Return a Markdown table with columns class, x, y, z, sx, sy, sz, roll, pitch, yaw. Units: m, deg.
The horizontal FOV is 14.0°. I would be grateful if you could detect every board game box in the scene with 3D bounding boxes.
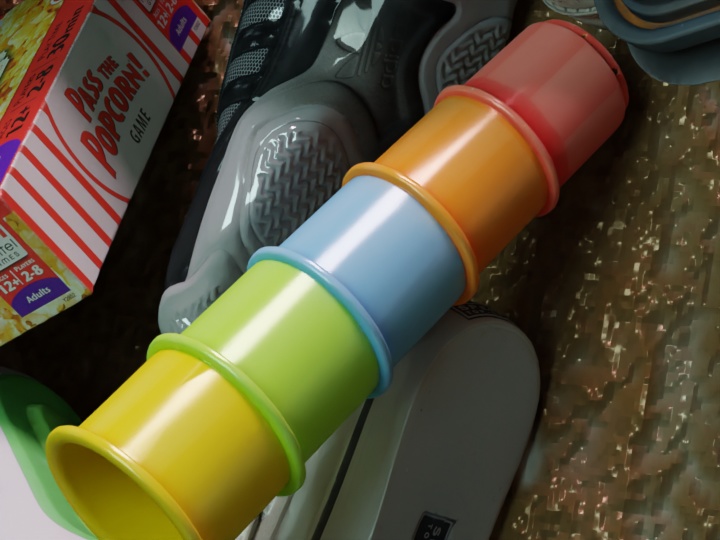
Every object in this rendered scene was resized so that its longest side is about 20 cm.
| class | x | y | z | sx | sy | sz | roll | pitch | yaw |
| --- | --- | --- | --- | --- | --- | --- | --- | --- | --- |
| board game box | -0.151 | -0.012 | 0.973 | 0.199 | 0.046 | 0.152 | -29 | 25 | 31 |

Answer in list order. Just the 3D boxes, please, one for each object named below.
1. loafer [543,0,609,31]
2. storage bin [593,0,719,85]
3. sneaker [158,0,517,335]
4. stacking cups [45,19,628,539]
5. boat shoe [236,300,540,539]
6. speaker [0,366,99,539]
| class | x | y | z | sx | sy | sz | roll | pitch | yaw |
| --- | --- | --- | --- | --- | --- | --- | --- | --- | --- |
| loafer | 0.082 | -0.171 | 0.850 | 0.070 | 0.070 | 0.202 | -2 | 76 | 40 |
| storage bin | 0.103 | -0.136 | 0.691 | 0.199 | 0.134 | 0.147 | -17 | 57 | 41 |
| sneaker | -0.022 | -0.071 | 0.913 | 0.114 | 0.075 | 0.201 | 32 | 93 | 42 |
| stacking cups | 0.000 | 0.000 | 0.815 | 0.060 | 0.061 | 0.200 | 21 | 58 | 42 |
| boat shoe | -0.016 | 0.098 | 0.862 | 0.066 | 0.072 | 0.201 | 22 | 92 | 46 |
| speaker | -0.104 | 0.094 | 0.882 | 0.089 | 0.088 | 0.200 | -63 | 23 | 8 |
